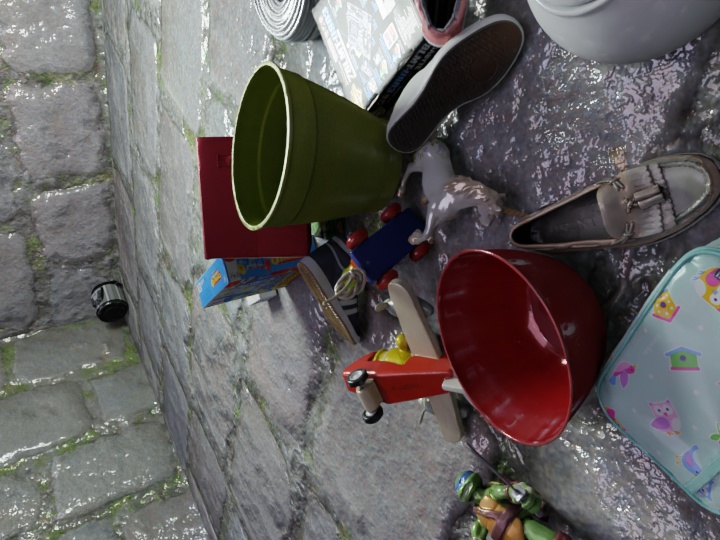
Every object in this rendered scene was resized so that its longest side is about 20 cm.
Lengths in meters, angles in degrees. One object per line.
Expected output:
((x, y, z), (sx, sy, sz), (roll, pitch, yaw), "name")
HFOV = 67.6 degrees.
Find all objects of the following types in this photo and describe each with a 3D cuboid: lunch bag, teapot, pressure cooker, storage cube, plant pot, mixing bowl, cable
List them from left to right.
((-1.397, 0.163, 2.986), (0.202, 0.172, 0.181), (55, 144, 32), "pressure cooker")
((-0.165, -0.121, 0.886), (0.200, 0.165, 0.186), (-113, 21, -79), "storage cube")
((-0.111, -0.483, 0.876), (0.204, 0.068, 0.201), (65, 145, 20), "cable")
((-0.051, -0.152, 0.723), (0.198, 0.188, 0.207), (-3, 87, 58), "plant pot")
((0.179, 0.062, 0.562), (0.201, 0.106, 0.205), (48, 148, 44), "mixing bowl")
((0.196, -0.257, 0.410), (0.199, 0.143, 0.203), (-23, 82, 56), "teapot")
((0.297, 0.084, 0.428), (0.161, 0.075, 0.204), (50, 138, 37), "lunch bag")

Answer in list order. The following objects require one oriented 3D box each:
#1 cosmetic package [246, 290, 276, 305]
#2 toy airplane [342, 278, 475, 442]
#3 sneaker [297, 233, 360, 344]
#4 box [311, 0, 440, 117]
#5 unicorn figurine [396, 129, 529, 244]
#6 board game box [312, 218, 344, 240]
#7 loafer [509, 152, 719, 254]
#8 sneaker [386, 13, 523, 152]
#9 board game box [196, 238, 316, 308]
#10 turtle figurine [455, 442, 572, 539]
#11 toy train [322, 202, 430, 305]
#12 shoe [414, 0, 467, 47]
((-0.255, -0.028, 1.269), (0.082, 0.050, 0.206), (-23, 81, 59), "cosmetic package")
((0.089, 0.126, 0.736), (0.195, 0.142, 0.203), (27, 122, 3), "toy airplane")
((-0.022, 0.030, 0.925), (0.069, 0.108, 0.203), (24, 150, 47), "sneaker")
((0.019, -0.344, 0.741), (0.198, 0.049, 0.205), (-37, 70, 56), "box")
((0.104, -0.096, 0.670), (0.203, 0.072, 0.138), (63, 145, 22), "unicorn figurine")
((-0.068, -0.159, 0.964), (0.104, 0.023, 0.207), (14, 112, 52), "board game box")
((0.227, -0.050, 0.505), (0.198, 0.061, 0.074), (-20, 83, 57), "loafer")
((0.102, -0.232, 0.635), (0.198, 0.072, 0.086), (-34, 32, 39), "sneaker")
((-0.209, 0.004, 1.076), (0.199, 0.192, 0.057), (-31, 77, 56), "board game box")
((0.172, 0.321, 0.618), (0.191, 0.146, 0.200), (31, 171, 26), "turtle figurine")
((0.000, 0.000, 0.756), (0.085, 0.199, 0.116), (50, 152, 2), "toy train")
((0.092, -0.348, 0.564), (0.091, 0.069, 0.207), (-60, -27, -72), "shoe")
